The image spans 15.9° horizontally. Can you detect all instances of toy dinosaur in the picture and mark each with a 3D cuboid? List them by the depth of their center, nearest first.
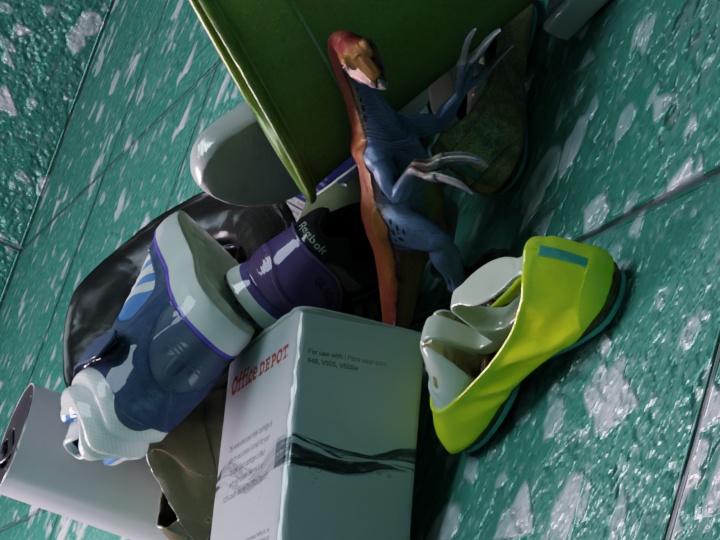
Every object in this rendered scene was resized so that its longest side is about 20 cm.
[{"bbox_3d":[0.019,-0.049,1.492,0.200,0.181,0.105,-41,17,16],"label":"toy dinosaur"}]

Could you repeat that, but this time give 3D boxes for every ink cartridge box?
[{"bbox_3d":[-0.030,0.137,1.518,0.147,0.083,0.200,145,133,-65],"label":"ink cartridge box"}]

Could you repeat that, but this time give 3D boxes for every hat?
[{"bbox_3d":[-0.105,0.039,1.749,0.200,0.081,0.201,-21,49,26],"label":"hat"}]

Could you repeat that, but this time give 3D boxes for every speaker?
[{"bbox_3d":[-0.150,0.147,1.775,0.081,0.200,0.081,-159,90,-76],"label":"speaker"}]

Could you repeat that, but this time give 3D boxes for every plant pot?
[{"bbox_3d":[0.001,-0.173,1.568,0.190,0.200,0.200,-30,17,-1],"label":"plant pot"}]

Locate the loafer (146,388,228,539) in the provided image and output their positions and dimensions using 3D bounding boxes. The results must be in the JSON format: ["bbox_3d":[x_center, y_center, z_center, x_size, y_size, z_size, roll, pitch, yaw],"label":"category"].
[{"bbox_3d":[-0.096,0.156,1.675,0.076,0.067,0.200,-84,-12,-52],"label":"loafer"}]

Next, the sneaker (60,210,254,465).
[{"bbox_3d":[-0.138,0.049,1.615,0.146,0.081,0.200,-44,16,8],"label":"sneaker"}]

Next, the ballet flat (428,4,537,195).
[{"bbox_3d":[0.075,-0.128,1.647,0.071,0.071,0.200,-56,18,38],"label":"ballet flat"}]

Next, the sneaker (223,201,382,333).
[{"bbox_3d":[0.000,0.000,1.627,0.088,0.076,0.200,-43,-15,18],"label":"sneaker"}]

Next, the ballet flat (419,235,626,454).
[{"bbox_3d":[0.072,0.036,1.405,0.200,0.067,0.067,-48,24,53],"label":"ballet flat"}]

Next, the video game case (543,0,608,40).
[{"bbox_3d":[0.177,-0.259,1.558,0.200,0.023,0.182,-46,25,56],"label":"video game case"}]

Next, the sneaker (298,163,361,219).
[{"bbox_3d":[-0.021,-0.008,1.791,0.200,0.067,0.090,-46,35,39],"label":"sneaker"}]

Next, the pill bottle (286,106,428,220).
[{"bbox_3d":[-0.042,-0.057,1.871,0.200,0.111,0.111,-60,16,25],"label":"pill bottle"}]

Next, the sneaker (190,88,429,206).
[{"bbox_3d":[-0.048,-0.108,1.736,0.088,0.200,0.075,33,136,36],"label":"sneaker"}]
